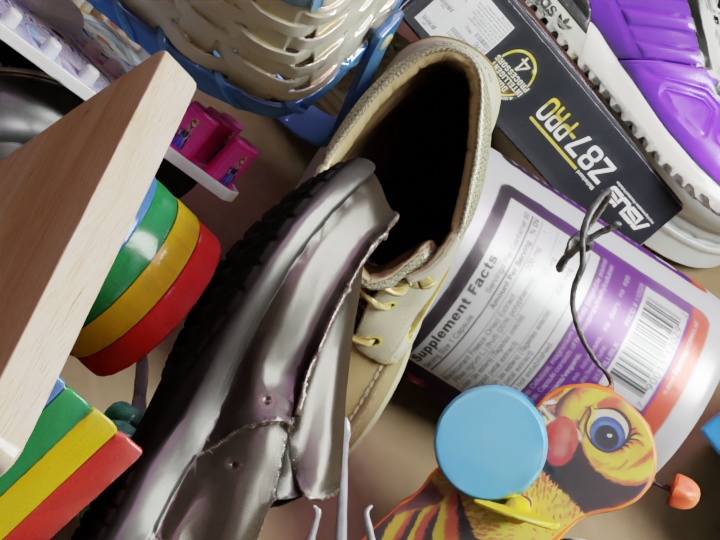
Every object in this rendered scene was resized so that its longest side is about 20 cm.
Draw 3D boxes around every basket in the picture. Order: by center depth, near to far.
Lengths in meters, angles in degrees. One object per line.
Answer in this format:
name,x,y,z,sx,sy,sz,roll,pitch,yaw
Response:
basket,-0.052,-0.141,0.930,0.176,0.200,0.139,40,64,-2

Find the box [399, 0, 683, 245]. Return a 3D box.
box,0.060,-0.112,1.110,0.200,0.049,0.161,44,10,-39

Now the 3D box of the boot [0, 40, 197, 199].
boot,-0.168,-0.105,1.013,0.203,0.074,0.154,8,48,-37

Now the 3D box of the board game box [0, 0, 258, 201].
board game box,-0.140,-0.128,0.960,0.200,0.026,0.200,37,10,-29

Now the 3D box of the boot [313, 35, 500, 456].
boot,0.000,0.000,0.924,0.072,0.201,0.155,24,6,-1

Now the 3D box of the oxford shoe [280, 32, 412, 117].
oxford shoe,-0.021,-0.116,1.150,0.075,0.058,0.200,-33,62,-15

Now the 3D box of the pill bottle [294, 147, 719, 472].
pill bottle,0.062,0.010,1.062,0.199,0.111,0.112,33,43,-11

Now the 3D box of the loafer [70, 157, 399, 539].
loafer,-0.036,0.053,0.806,0.071,0.073,0.201,33,76,-12

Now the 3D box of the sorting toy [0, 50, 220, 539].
sorting toy,-0.139,0.045,0.825,0.070,0.198,0.201,44,39,-21

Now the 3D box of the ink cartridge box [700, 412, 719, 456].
ink cartridge box,0.252,0.138,1.097,0.200,0.067,0.116,54,7,13

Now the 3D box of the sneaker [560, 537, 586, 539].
sneaker,0.058,0.182,0.948,0.081,0.077,0.201,25,43,-9

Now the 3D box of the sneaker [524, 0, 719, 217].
sneaker,0.159,-0.112,1.113,0.200,0.099,0.070,51,8,8

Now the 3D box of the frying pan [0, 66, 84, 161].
frying pan,-0.181,-0.046,0.918,0.189,0.115,0.031,13,46,-29

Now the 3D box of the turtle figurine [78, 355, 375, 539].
turtle figurine,-0.066,0.120,0.881,0.149,0.100,0.201,24,53,-39

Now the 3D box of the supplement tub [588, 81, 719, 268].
supplement tub,0.218,-0.108,1.204,0.145,0.200,0.146,26,40,-24

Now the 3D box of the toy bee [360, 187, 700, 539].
toy bee,0.081,0.084,0.955,0.108,0.201,0.131,36,22,7
